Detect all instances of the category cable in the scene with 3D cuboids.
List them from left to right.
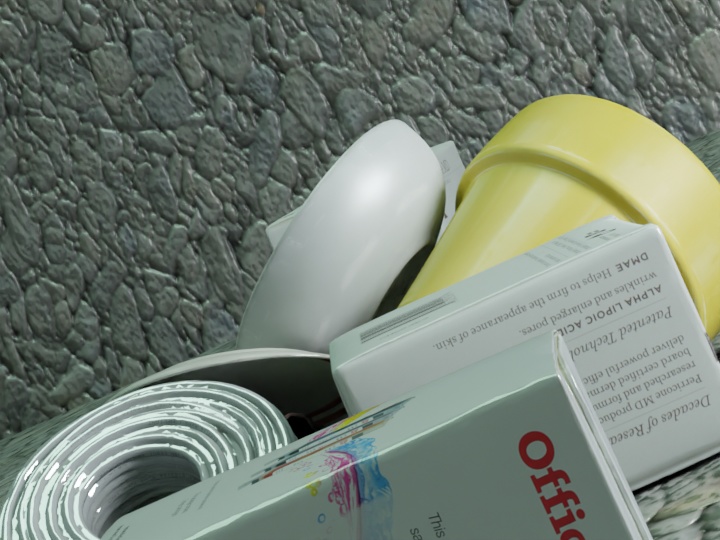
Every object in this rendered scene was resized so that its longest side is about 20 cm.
[{"bbox_3d":[-0.121,0.153,1.518,0.200,0.069,0.200,9,47,31],"label":"cable"}]

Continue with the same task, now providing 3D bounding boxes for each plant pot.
[{"bbox_3d":[0.122,0.017,1.655,0.189,0.201,0.201,-44,13,-31],"label":"plant pot"}]

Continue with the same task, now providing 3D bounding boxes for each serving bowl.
[{"bbox_3d":[0.000,0.000,1.696,0.200,0.066,0.200,-53,-14,-19],"label":"serving bowl"}]

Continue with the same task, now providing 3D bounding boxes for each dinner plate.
[{"bbox_3d":[-0.079,0.085,1.657,0.200,0.024,0.200,-7,-21,-3],"label":"dinner plate"}]

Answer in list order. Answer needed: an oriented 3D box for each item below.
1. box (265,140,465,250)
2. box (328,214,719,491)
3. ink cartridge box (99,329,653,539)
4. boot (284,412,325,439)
[{"bbox_3d":[0.032,-0.024,2.852,0.200,0.171,0.199,-24,4,17],"label":"box"},{"bbox_3d":[0.095,0.067,1.455,0.200,0.131,0.199,-24,3,0],"label":"box"},{"bbox_3d":[0.016,0.131,0.950,0.200,0.145,0.145,-24,3,6],"label":"ink cartridge box"},{"bbox_3d":[-0.083,0.152,1.699,0.166,0.072,0.200,-19,-18,15],"label":"boot"}]
